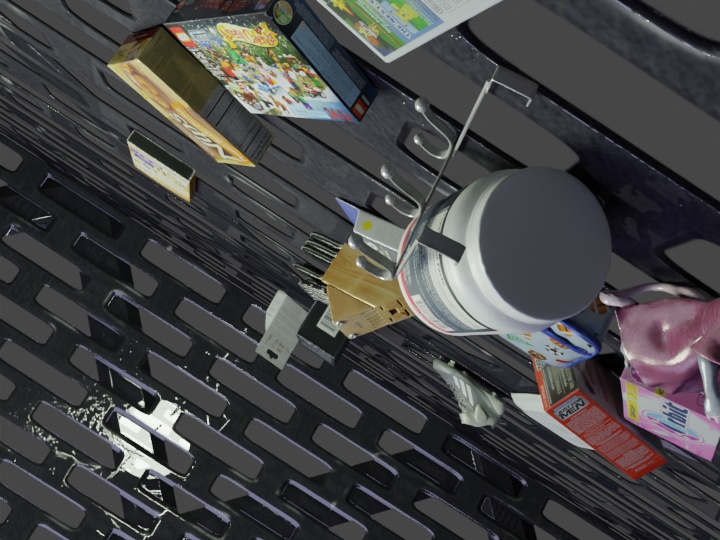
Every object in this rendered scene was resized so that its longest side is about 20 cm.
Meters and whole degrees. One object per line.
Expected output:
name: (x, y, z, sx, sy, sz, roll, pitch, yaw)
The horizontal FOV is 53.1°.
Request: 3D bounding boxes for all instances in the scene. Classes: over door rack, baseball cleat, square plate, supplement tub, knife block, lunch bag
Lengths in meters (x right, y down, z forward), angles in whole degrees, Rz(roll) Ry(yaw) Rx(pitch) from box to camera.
over door rack: (0.053, -0.075, 0.594, 0.066, 0.150, 0.200, 27, 169, -9)
baseball cleat: (0.237, 0.289, 1.660, 0.198, 0.107, 0.070, 32, 173, 10)
square plate: (0.421, 0.318, 1.493, 0.198, 0.029, 0.198, 33, 169, -3)
supplement tub: (0.124, -0.012, 0.668, 0.139, 0.142, 0.200, 34, 167, -10)
knife block: (0.000, 0.000, 1.073, 0.197, 0.178, 0.064, -21, 147, 15)
lunch bag: (0.191, 0.033, 0.849, 0.198, 0.076, 0.160, 31, 166, 4)

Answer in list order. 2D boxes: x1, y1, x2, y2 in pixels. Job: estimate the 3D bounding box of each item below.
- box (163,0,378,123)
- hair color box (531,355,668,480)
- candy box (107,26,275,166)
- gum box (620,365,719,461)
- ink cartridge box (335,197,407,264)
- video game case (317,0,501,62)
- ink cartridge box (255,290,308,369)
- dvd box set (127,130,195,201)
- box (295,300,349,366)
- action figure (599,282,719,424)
box: (-0.091, -0.207, 0.698, 0.198, 0.038, 0.136, 19, 162, 49)
hair color box: (0.331, 0.190, 1.003, 0.199, 0.064, 0.112, 38, -151, -22)
candy box: (-0.216, -0.218, 0.930, 0.199, 0.056, 0.115, 41, 165, -36)
gum box: (0.378, 0.154, 0.856, 0.112, 0.067, 0.200, 24, 166, 30)
ink cartridge box: (0.062, -0.012, 1.071, 0.198, 0.048, 0.198, 24, 166, 28)
video game case: (-0.011, -0.226, 0.461, 0.199, 0.022, 0.182, 36, 167, -21)
ink cartridge box: (-0.253, 0.189, 2.287, 0.057, 0.202, 0.163, 24, 166, 39)
dvd box set: (-0.411, -0.213, 1.506, 0.145, 0.030, 0.200, 34, 167, -7)
box: (-0.066, 0.126, 1.685, 0.106, 0.150, 0.200, 30, 168, 6)
action figure: (0.312, 0.041, 0.594, 0.201, 0.131, 0.151, 110, 144, -65)
